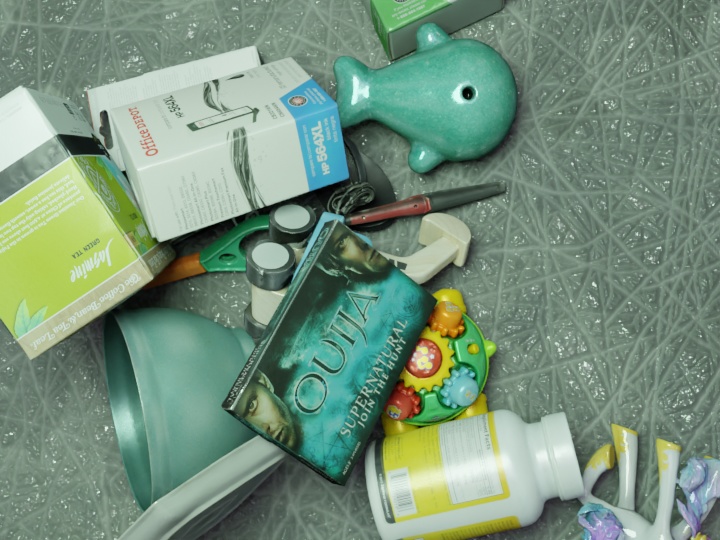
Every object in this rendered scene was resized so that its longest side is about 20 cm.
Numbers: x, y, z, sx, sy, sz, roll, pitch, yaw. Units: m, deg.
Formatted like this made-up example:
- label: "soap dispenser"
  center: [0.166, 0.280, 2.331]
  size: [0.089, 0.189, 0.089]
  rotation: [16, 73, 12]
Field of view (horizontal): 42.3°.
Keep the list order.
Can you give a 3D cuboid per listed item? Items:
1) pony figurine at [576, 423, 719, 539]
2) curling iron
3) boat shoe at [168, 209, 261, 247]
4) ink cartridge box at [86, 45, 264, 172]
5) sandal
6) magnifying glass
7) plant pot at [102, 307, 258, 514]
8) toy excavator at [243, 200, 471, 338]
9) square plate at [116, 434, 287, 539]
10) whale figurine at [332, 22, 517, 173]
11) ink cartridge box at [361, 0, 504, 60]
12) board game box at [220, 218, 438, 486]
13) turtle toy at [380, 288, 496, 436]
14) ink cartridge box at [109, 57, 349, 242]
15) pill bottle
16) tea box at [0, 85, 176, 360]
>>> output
- label: "pony figurine"
  center: [0.281, 0.266, 0.888]
  size: [0.192, 0.166, 0.202]
  rotation: [15, 84, 40]
- label: "curling iron"
  center: [0.063, -0.077, 0.992]
  size: [0.198, 0.050, 0.026]
  rotation: [-5, 38, -14]
- label: "boat shoe"
  center: [-0.135, -0.070, 1.009]
  size: [0.197, 0.074, 0.069]
  rotation: [-17, 89, 7]
- label: "ink cartridge box"
  center: [-0.197, -0.171, 1.046]
  size: [0.198, 0.050, 0.110]
  rotation: [-13, 80, 4]
- label: "sandal"
  center: [-0.034, -0.126, 1.025]
  size: [0.076, 0.043, 0.201]
  rotation: [-36, 79, -2]
- label: "magnifying glass"
  center: [-0.151, -0.014, 1.007]
  size: [0.198, 0.080, 0.023]
  rotation: [-14, 54, 14]
- label: "plant pot"
  center: [-0.170, 0.126, 0.932]
  size: [0.133, 0.200, 0.202]
  rotation: [-11, 78, -24]
- label: "toy excavator"
  center: [0.000, 0.000, 0.945]
  size: [0.198, 0.100, 0.195]
  rotation: [16, 43, 7]
- label: "square plate"
  center: [-0.150, 0.220, 0.856]
  size: [0.029, 0.198, 0.200]
  rotation: [50, 128, 11]
- label: "whale figurine"
  center: [0.069, -0.183, 0.980]
  size: [0.198, 0.104, 0.161]
  rotation: [5, 94, -6]
- label: "ink cartridge box"
  center: [0.055, -0.363, 1.039]
  size: [0.145, 0.084, 0.201]
  rotation: [-25, 79, 1]
- label: "board game box"
  center: [-0.023, 0.073, 0.849]
  size: [0.135, 0.028, 0.201]
  rotation: [37, 68, -23]
- label: "turtle toy"
  center: [0.042, 0.099, 0.948]
  size: [0.198, 0.101, 0.147]
  rotation: [-13, 79, 3]
- label: "ink cartridge box"
  center: [-0.131, -0.124, 0.917]
  size: [0.198, 0.085, 0.146]
  rotation: [-20, 37, -15]
- label: "pill bottle"
  center: [0.111, 0.200, 0.908]
  size: [0.198, 0.112, 0.113]
  rotation: [-14, 79, 10]
- label: "tea box"
  center: [-0.287, -0.049, 0.873]
  size: [0.133, 0.200, 0.198]
  rotation: [-32, 99, -1]
